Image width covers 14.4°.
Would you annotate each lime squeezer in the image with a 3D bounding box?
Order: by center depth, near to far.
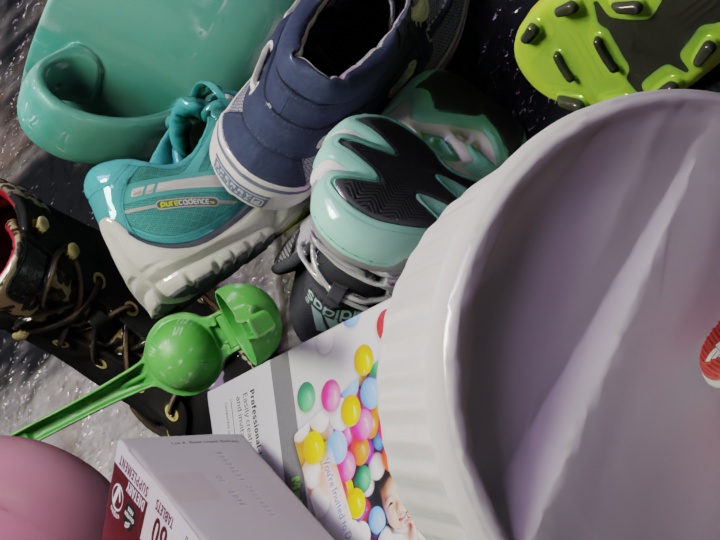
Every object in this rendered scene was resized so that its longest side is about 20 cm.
[{"bbox_3d":[-0.074,0.040,1.217,0.200,0.038,0.071,-25,20,50],"label":"lime squeezer"}]

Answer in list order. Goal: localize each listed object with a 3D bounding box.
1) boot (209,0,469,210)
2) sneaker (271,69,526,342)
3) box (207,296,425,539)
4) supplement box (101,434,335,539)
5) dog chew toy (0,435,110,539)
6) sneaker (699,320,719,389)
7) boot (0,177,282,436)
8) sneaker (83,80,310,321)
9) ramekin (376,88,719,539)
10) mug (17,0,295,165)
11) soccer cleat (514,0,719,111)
[{"bbox_3d":[0.009,-0.112,1.269,0.200,0.073,0.090,-57,2,-42],"label":"boot"},{"bbox_3d":[0.000,0.000,1.214,0.140,0.078,0.200,-55,-7,21],"label":"sneaker"},{"bbox_3d":[0.018,0.095,1.139,0.200,0.041,0.157,-26,66,47],"label":"box"},{"bbox_3d":[-0.070,0.179,1.163,0.109,0.061,0.201,42,127,54],"label":"supplement box"},{"bbox_3d":[-0.171,0.172,1.224,0.124,0.124,0.200,-15,44,47],"label":"dog chew toy"},{"bbox_3d":[0.222,0.034,0.962,0.199,0.116,0.078,-23,18,3],"label":"sneaker"},{"bbox_3d":[-0.110,0.030,1.311,0.073,0.150,0.200,-54,35,10],"label":"boot"},{"bbox_3d":[-0.048,-0.055,1.295,0.077,0.080,0.200,-34,3,42],"label":"sneaker"},{"bbox_3d":[0.097,0.041,1.004,0.094,0.202,0.203,-8,59,63],"label":"ramekin"},{"bbox_3d":[-0.088,-0.109,1.386,0.185,0.114,0.152,-63,-2,-16],"label":"mug"},{"bbox_3d":[0.147,-0.127,1.188,0.200,0.065,0.084,-30,15,43],"label":"soccer cleat"}]
